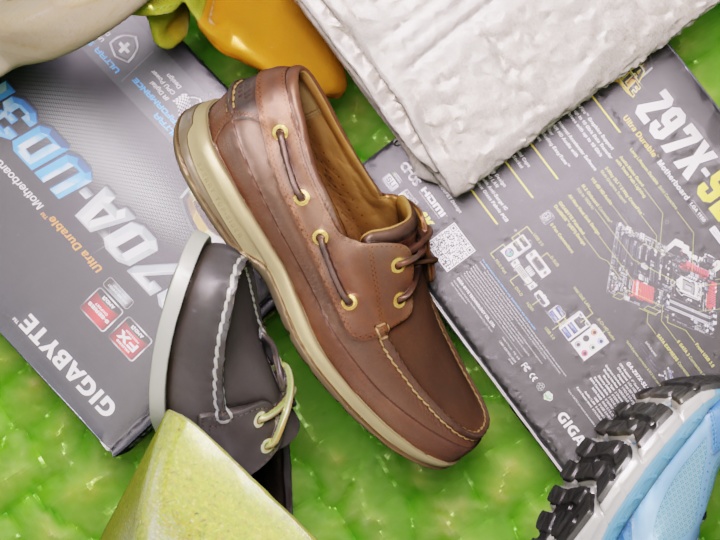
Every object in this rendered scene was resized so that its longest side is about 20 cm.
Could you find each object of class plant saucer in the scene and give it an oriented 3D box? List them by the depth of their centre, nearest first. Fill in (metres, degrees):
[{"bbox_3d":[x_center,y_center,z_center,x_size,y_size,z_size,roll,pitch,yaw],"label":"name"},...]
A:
[{"bbox_3d":[-0.044,0.174,0.826,0.200,0.200,0.048,43,61,6],"label":"plant saucer"}]

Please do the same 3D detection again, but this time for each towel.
[{"bbox_3d":[0.079,-0.138,0.856,0.200,0.034,0.133,-35,97,2],"label":"towel"}]

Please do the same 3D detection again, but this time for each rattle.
[{"bbox_3d":[-0.133,-0.098,0.878,0.200,0.143,0.130,-36,50,6],"label":"rattle"}]

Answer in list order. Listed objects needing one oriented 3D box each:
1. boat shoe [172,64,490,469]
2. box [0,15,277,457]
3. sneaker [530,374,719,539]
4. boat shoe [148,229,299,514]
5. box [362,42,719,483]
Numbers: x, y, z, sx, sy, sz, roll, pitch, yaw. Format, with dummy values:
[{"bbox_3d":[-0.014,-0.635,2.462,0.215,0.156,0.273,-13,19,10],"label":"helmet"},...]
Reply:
[{"bbox_3d":[0.000,0.000,0.844,0.068,0.072,0.200,-30,102,24],"label":"boat shoe"},{"bbox_3d":[-0.124,-0.037,0.917,0.159,0.046,0.200,-43,85,1],"label":"box"},{"bbox_3d":[0.118,0.138,0.831,0.090,0.078,0.200,28,90,-7],"label":"sneaker"},{"bbox_3d":[-0.055,0.064,0.849,0.060,0.201,0.072,15,47,10],"label":"boat shoe"},{"bbox_3d":[0.113,-0.010,0.894,0.160,0.049,0.200,-37,84,0],"label":"box"}]
